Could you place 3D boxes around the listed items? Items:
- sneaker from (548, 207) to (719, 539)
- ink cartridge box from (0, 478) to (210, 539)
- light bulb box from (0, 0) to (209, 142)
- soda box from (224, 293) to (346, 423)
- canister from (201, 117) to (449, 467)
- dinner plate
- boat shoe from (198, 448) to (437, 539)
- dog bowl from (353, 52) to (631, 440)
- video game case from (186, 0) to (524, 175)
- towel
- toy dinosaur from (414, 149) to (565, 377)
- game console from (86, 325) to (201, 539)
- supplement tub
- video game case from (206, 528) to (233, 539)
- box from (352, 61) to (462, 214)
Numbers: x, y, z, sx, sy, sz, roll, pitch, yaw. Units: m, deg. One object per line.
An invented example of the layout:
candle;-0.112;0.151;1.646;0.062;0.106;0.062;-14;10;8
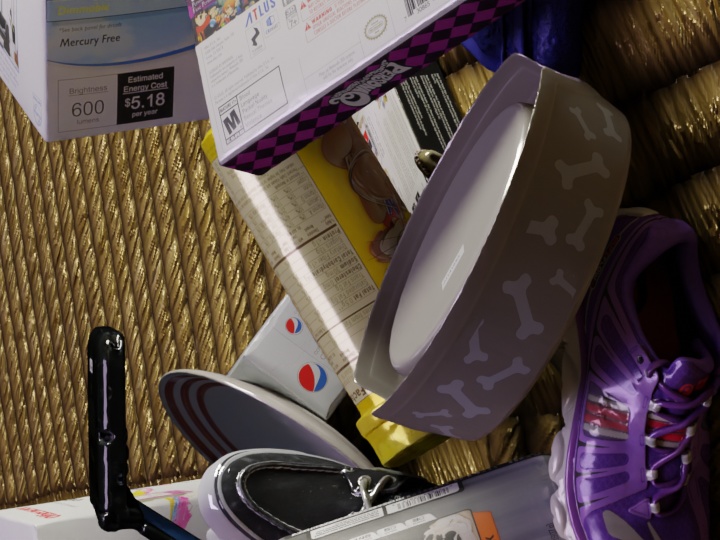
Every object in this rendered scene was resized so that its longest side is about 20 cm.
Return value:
sneaker;0.137;0.070;1.267;0.083;0.080;0.201;-4;93;63
ink cartridge box;-0.151;0.201;1.894;0.144;0.199;0.085;174;87;-69
light bulb box;-0.126;-0.208;1.678;0.125;0.198;0.200;-131;37;-52
soda box;-0.052;0.076;1.722;0.068;0.064;0.200;36;158;-1
canister;0.000;0.000;1.449;0.200;0.086;0.149;59;-177;7
dinner plate;-0.041;0.121;1.678;0.200;0.024;0.200;31;158;14
boat shoe;0.011;0.140;1.470;0.068;0.200;0.072;132;156;-56
dog bowl;0.065;-0.008;1.283;0.200;0.059;0.200;-62;10;19
video game case;-0.011;-0.171;1.346;0.200;0.036;0.182;-32;58;35
towel;0.070;-0.207;1.373;0.148;0.049;0.201;-137;43;-58
toy dinosaur;0.091;0.004;1.411;0.200;0.047;0.088;66;157;22
game console;-0.113;0.123;1.685;0.200;0.116;0.176;177;93;-82
supplement tub;0.028;0.181;1.387;0.123;0.200;0.123;161;90;-90
video game case;0.012;0.232;1.508;0.024;0.182;0.201;-25;74;53
box;0.019;-0.085;1.573;0.110;0.035;0.200;109;146;-51
